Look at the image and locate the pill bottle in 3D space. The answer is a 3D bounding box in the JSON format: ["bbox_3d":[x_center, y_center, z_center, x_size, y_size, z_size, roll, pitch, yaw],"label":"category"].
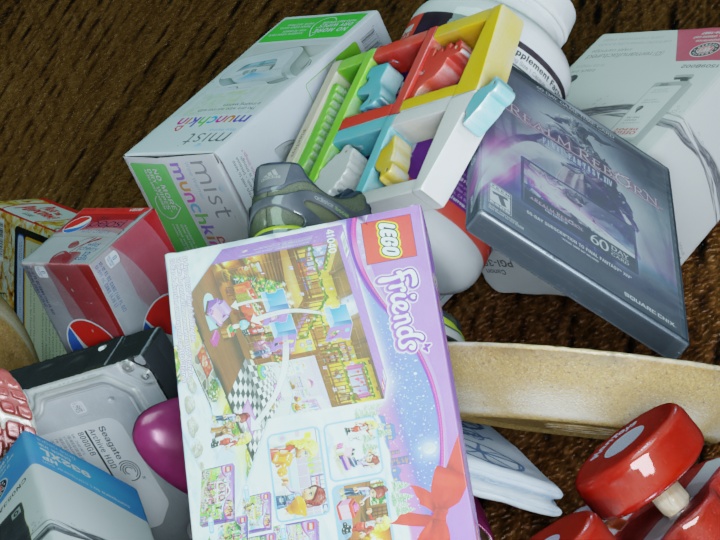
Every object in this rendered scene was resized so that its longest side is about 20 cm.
[{"bbox_3d":[0.060,-0.092,1.490,0.112,0.112,0.201,5,61,47],"label":"pill bottle"}]

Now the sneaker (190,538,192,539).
[{"bbox_3d":[-0.039,0.177,1.308,0.104,0.060,0.200,21,12,14],"label":"sneaker"}]

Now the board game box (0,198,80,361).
[{"bbox_3d":[-0.191,0.042,1.602,0.046,0.152,0.200,-6,14,-32],"label":"board game box"}]

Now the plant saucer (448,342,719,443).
[{"bbox_3d":[0.122,0.069,1.280,0.199,0.036,0.200,6,-7,1],"label":"plant saucer"}]

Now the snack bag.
[{"bbox_3d":[0.000,0.080,1.322,0.189,0.199,0.021,-139,69,-73],"label":"snack bag"}]

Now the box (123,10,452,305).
[{"bbox_3d":[-0.030,-0.039,1.557,0.096,0.201,0.176,2,37,45],"label":"box"}]

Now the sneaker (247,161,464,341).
[{"bbox_3d":[0.000,0.000,1.340,0.074,0.200,0.081,-15,62,22],"label":"sneaker"}]

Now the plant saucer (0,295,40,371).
[{"bbox_3d":[-0.265,0.092,1.511,0.035,0.201,0.200,-5,32,41],"label":"plant saucer"}]

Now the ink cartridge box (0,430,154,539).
[{"bbox_3d":[-0.174,0.198,1.258,0.145,0.084,0.200,-53,24,9],"label":"ink cartridge box"}]

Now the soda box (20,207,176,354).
[{"bbox_3d":[-0.125,0.060,1.448,0.070,0.201,0.063,2,36,43],"label":"soda box"}]

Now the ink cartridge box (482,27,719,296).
[{"bbox_3d":[0.177,-0.074,1.572,0.146,0.083,0.200,2,37,44],"label":"ink cartridge box"}]

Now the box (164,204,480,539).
[{"bbox_3d":[-0.020,0.071,1.180,0.136,0.039,0.201,-11,58,4],"label":"box"}]

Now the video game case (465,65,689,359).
[{"bbox_3d":[0.123,-0.042,1.365,0.019,0.143,0.200,-50,17,28],"label":"video game case"}]

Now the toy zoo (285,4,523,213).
[{"bbox_3d":[0.024,-0.085,1.388,0.200,0.020,0.132,-13,46,52],"label":"toy zoo"}]

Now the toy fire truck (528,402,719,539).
[{"bbox_3d":[0.111,0.167,1.167,0.200,0.112,0.168,-45,7,-37],"label":"toy fire truck"}]

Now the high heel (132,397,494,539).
[{"bbox_3d":[-0.023,0.113,1.297,0.199,0.068,0.096,13,2,-26],"label":"high heel"}]

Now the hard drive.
[{"bbox_3d":[-0.172,0.120,1.431,0.199,0.140,0.038,-16,26,27],"label":"hard drive"}]

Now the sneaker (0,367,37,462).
[{"bbox_3d":[-0.233,0.149,1.399,0.077,0.201,0.082,8,17,-9],"label":"sneaker"}]
